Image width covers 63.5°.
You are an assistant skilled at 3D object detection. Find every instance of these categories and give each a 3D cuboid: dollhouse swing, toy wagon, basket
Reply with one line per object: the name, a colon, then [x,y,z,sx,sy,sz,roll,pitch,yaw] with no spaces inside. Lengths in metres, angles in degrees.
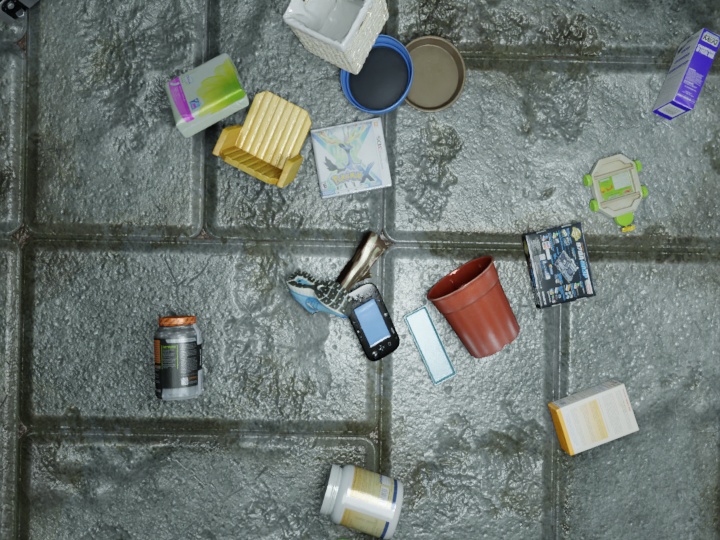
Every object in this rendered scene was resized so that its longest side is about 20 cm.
dollhouse swing: [-0.239,-0.348,1.497,0.196,0.182,0.179,26,110,0]
toy wagon: [0.690,-0.204,1.567,0.150,0.040,0.206,-15,91,-1]
basket: [-0.052,-0.645,1.473,0.197,0.161,0.202,30,89,19]

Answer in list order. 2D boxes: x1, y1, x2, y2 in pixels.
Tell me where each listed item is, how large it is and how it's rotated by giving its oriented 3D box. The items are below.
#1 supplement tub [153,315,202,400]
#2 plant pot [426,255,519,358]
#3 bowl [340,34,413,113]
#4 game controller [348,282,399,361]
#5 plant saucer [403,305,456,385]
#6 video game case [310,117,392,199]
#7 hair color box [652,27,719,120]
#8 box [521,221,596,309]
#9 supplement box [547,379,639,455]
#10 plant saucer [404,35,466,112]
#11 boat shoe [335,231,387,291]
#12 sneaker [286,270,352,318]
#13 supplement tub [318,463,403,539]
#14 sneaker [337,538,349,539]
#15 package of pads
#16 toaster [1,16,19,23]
supplement tub: [-0.471,0.222,1.505,0.118,0.123,0.207,-1,90,-1]
plant pot: [0.301,0.100,1.493,0.198,0.201,0.198,-33,98,-1]
bowl: [0.045,-0.514,1.540,0.194,0.039,0.208,-1,87,12]
game controller: [0.029,0.136,1.537,0.102,0.042,0.204,-25,103,0]
plant saucer: [0.187,0.201,1.568,0.068,0.019,0.205,-24,91,-1]
video game case: [-0.025,-0.301,1.565,0.193,0.022,0.188,-10,90,-1]
hair color box: [0.860,-0.514,1.536,0.063,0.109,0.205,22,90,-1]
box: [0.530,-0.013,1.560,0.154,0.046,0.207,-13,90,-1]
supplement box: [0.615,0.388,1.545,0.194,0.074,0.130,-19,90,-1]
plant saucer: [0.186,-0.525,1.566,0.193,0.029,0.207,0,90,0]
boat shoe: [0.001,0.001,1.541,0.074,0.075,0.205,32,96,-17]
sneaker: [-0.102,0.074,1.517,0.196,0.092,0.078,25,49,26]
supplement tub: [0.001,0.590,1.500,0.194,0.144,0.149,18,89,-1]
sneaker: [-0.012,0.762,1.528,0.193,0.084,0.079,5,89,-1]
package of pads: [-0.400,-0.458,1.512,0.196,0.069,0.157,-26,63,1]
toaster: [-0.921,-0.773,1.505,0.180,0.119,0.201,-40,91,-2]
